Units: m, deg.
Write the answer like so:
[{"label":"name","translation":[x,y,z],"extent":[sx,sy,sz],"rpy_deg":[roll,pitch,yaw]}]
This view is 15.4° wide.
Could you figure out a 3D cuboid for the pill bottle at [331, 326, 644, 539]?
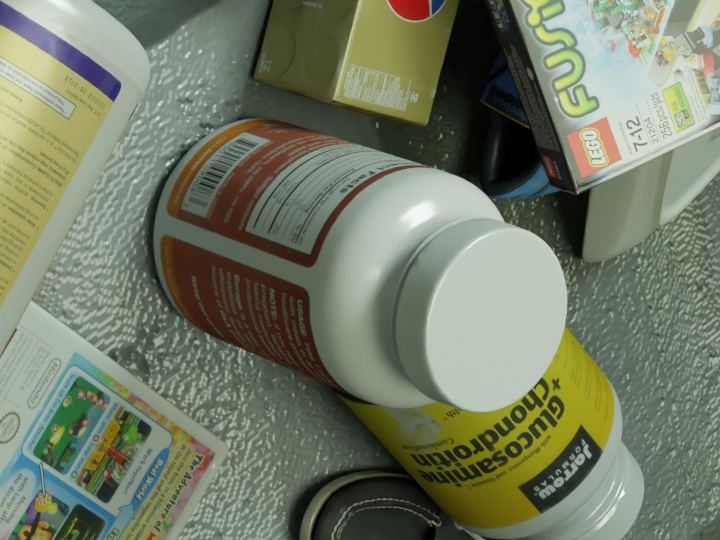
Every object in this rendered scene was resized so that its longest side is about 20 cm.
[{"label":"pill bottle","translation":[0.067,0.068,1.375],"extent":[0.112,0.112,0.200],"rpy_deg":[-53,128,-15]}]

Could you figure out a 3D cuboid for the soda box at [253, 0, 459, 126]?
[{"label":"soda box","translation":[0.014,-0.177,1.288],"extent":[0.064,0.068,0.201],"rpy_deg":[12,95,-41]}]

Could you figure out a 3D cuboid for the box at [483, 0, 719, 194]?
[{"label":"box","translation":[0.110,-0.149,1.264],"extent":[0.110,0.035,0.201],"rpy_deg":[-26,106,-14]}]

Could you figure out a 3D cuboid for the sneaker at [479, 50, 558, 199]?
[{"label":"sneaker","translation":[0.107,-0.116,1.343],"extent":[0.078,0.066,0.201],"rpy_deg":[-26,145,-39]}]

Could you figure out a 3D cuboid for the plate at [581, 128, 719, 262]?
[{"label":"plate","translation":[0.197,-0.107,1.414],"extent":[0.200,0.032,0.200],"rpy_deg":[-45,161,-20]}]

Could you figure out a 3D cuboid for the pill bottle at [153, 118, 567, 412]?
[{"label":"pill bottle","translation":[0.000,0.000,1.242],"extent":[0.112,0.200,0.113],"rpy_deg":[-13,111,-36]}]

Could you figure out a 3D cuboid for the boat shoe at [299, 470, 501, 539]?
[{"label":"boat shoe","translation":[0.052,0.161,1.423],"extent":[0.200,0.063,0.073],"rpy_deg":[29,85,-41]}]

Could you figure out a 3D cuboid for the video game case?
[{"label":"video game case","translation":[-0.173,0.125,1.255],"extent":[0.182,0.024,0.200],"rpy_deg":[40,76,-40]}]

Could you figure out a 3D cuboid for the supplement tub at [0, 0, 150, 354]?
[{"label":"supplement tub","translation":[-0.193,-0.036,1.109],"extent":[0.145,0.145,0.200],"rpy_deg":[35,80,-40]}]
